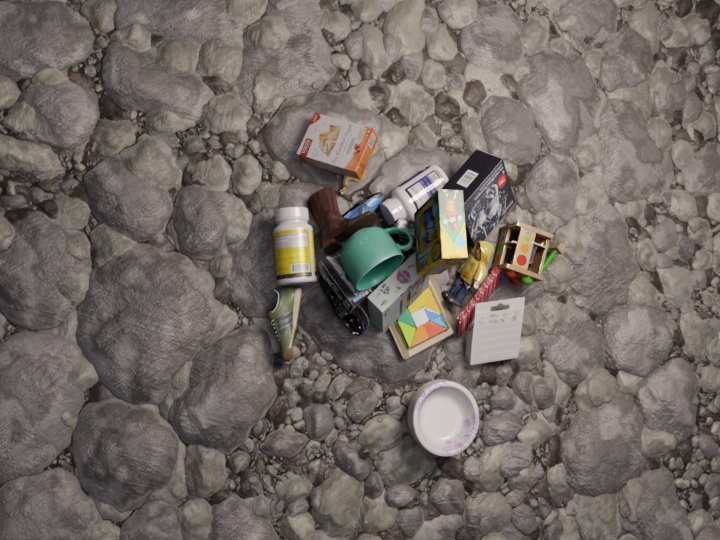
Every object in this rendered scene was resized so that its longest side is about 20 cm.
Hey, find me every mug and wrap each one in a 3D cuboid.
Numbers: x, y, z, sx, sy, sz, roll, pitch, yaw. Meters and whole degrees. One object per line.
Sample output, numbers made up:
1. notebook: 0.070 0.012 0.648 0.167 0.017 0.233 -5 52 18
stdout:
1. mug: 0.034 -0.045 1.559 0.182 0.153 0.115 -23 68 -34

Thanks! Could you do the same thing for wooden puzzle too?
1. wooden puzzle: 0.171 0.134 1.719 0.197 0.037 0.188 -26 90 -13

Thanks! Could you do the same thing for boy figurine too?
1. boy figurine: 0.319 0.008 1.699 0.063 0.125 0.202 24 109 -22

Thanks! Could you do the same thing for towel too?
1. towel: 0.341 0.091 1.714 0.022 0.145 0.201 34 77 21

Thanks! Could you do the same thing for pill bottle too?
1. pill bottle: -0.182 -0.065 1.620 0.111 0.114 0.206 -4 85 -12
2. pill bottle: 0.157 -0.210 1.709 0.198 0.111 0.112 -34 92 -13

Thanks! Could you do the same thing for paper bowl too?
1. paper bowl: 0.228 0.413 1.672 0.195 0.104 0.207 1 85 -12

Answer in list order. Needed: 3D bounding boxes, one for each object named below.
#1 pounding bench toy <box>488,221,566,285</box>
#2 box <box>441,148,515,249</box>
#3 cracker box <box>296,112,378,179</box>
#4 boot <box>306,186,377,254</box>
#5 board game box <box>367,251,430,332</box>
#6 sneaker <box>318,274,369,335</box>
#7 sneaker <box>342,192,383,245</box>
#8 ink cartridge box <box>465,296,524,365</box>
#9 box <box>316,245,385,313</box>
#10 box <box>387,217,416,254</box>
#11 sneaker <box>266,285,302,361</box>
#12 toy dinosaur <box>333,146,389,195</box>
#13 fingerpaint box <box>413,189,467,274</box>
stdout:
1. pounding bench toy: 0.508 -0.031 1.762 0.195 0.124 0.160 18 82 -10
2. box: 0.335 -0.205 1.705 0.201 0.103 0.183 -48 138 -12
3. cracker box: -0.065 -0.349 1.654 0.196 0.058 0.137 19 80 23
4. boot: -0.057 -0.170 1.619 0.184 0.064 0.203 -31 53 16
5. board game box: 0.109 0.059 1.631 0.199 0.148 0.064 -42 69 -17
6. sneaker: -0.047 0.090 1.637 0.075 0.088 0.201 -37 93 15
7. sneaker: -0.004 -0.146 1.695 0.199 0.066 0.079 -39 102 -12
8. ink cartridge box: 0.388 0.169 1.715 0.158 0.050 0.205 -6 113 -13
9. box: 0.000 0.000 1.642 0.198 0.050 0.159 -31 78 -30
10. box: 0.170 -0.081 1.674 0.195 0.159 0.047 17 77 -10
11. sneaker: -0.217 0.142 1.623 0.087 0.067 0.206 9 83 -3
12. toy dinosaur: -0.014 -0.313 1.719 0.101 0.058 0.201 44 84 -20
13. fingerpaint box: 0.197 -0.091 1.495 0.071 0.200 0.172 0 79 -12
